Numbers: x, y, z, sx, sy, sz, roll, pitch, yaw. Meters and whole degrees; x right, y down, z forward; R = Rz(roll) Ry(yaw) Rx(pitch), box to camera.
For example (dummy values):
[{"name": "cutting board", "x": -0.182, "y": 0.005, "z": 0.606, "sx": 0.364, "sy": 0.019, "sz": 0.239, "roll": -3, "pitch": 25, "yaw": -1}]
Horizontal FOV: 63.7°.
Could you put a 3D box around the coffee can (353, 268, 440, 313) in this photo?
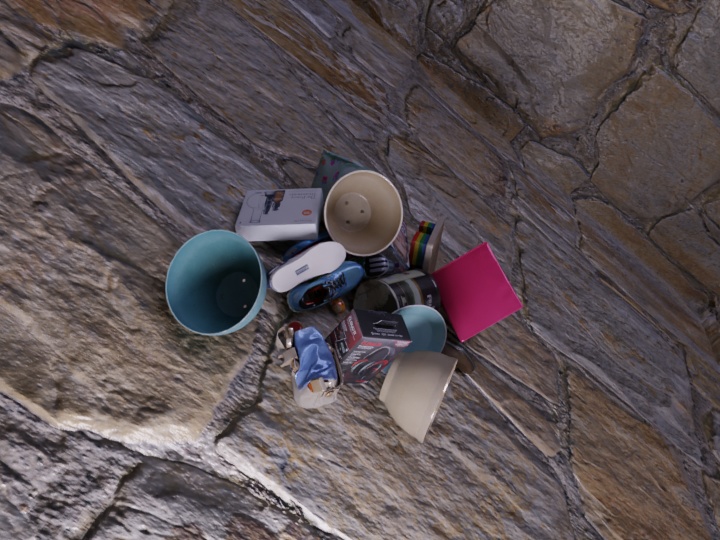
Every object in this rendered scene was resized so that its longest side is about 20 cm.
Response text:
[{"name": "coffee can", "x": 0.096, "y": 0.082, "z": 1.504, "sx": 0.198, "sy": 0.147, "sz": 0.148, "roll": -12, "pitch": 62, "yaw": -50}]

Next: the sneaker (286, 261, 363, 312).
[{"name": "sneaker", "x": -0.071, "y": 0.045, "z": 1.352, "sx": 0.197, "sy": 0.090, "sz": 0.080, "roll": -29, "pitch": 105, "yaw": -19}]

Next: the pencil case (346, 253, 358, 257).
[{"name": "pencil case", "x": -0.005, "y": -0.083, "z": 1.631, "sx": 0.084, "sy": 0.085, "sz": 0.201, "roll": 67, "pitch": 27, "yaw": -24}]

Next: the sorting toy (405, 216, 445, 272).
[{"name": "sorting toy", "x": 0.180, "y": -0.034, "z": 1.689, "sx": 0.068, "sy": 0.203, "sz": 0.201, "roll": 14, "pitch": 31, "yaw": 11}]

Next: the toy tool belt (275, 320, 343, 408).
[{"name": "toy tool belt", "x": -0.108, "y": 0.173, "z": 1.189, "sx": 0.122, "sy": 0.124, "sz": 0.203, "roll": -18, "pitch": 62, "yaw": -15}]

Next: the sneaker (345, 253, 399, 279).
[{"name": "sneaker", "x": 0.000, "y": 0.000, "z": 1.480, "sx": 0.087, "sy": 0.196, "sz": 0.076, "roll": 7, "pitch": 82, "yaw": -55}]

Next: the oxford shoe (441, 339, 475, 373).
[{"name": "oxford shoe", "x": 0.229, "y": 0.233, "z": 1.569, "sx": 0.198, "sy": 0.072, "sz": 0.086, "roll": 36, "pitch": 59, "yaw": -17}]

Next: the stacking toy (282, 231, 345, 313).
[{"name": "stacking toy", "x": -0.096, "y": 0.018, "z": 1.434, "sx": 0.109, "sy": 0.115, "sz": 0.203, "roll": -28, "pitch": 89, "yaw": -48}]

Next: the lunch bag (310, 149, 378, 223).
[{"name": "lunch bag", "x": -0.041, "y": -0.217, "z": 1.591, "sx": 0.121, "sy": 0.174, "sz": 0.199, "roll": 9, "pitch": 18, "yaw": -47}]

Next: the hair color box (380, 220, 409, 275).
[{"name": "hair color box", "x": 0.086, "y": -0.090, "z": 1.625, "sx": 0.100, "sy": 0.060, "sz": 0.202, "roll": 47, "pitch": 28, "yaw": -31}]

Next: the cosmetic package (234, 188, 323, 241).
[{"name": "cosmetic package", "x": -0.195, "y": -0.138, "z": 1.422, "sx": 0.195, "sy": 0.052, "sz": 0.153, "roll": -2, "pitch": 43, "yaw": 5}]

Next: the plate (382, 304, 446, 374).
[{"name": "plate", "x": 0.115, "y": 0.168, "z": 1.406, "sx": 0.197, "sy": 0.203, "sz": 0.026, "roll": 22, "pitch": 16, "yaw": -28}]

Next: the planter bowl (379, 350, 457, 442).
[{"name": "planter bowl", "x": 0.123, "y": 0.268, "z": 1.321, "sx": 0.132, "sy": 0.204, "sz": 0.200, "roll": 23, "pitch": 32, "yaw": 13}]

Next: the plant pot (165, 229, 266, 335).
[{"name": "plant pot", "x": -0.271, "y": 0.035, "z": 1.167, "sx": 0.202, "sy": 0.198, "sz": 0.135, "roll": 54, "pitch": 0, "yaw": 16}]

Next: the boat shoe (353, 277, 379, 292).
[{"name": "boat shoe", "x": 0.038, "y": -0.002, "z": 1.595, "sx": 0.075, "sy": 0.074, "sz": 0.201, "roll": 40, "pitch": 35, "yaw": -6}]

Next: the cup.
[{"name": "cup", "x": -0.006, "y": -0.144, "z": 1.451, "sx": 0.198, "sy": 0.203, "sz": 0.143, "roll": 33, "pitch": -2, "yaw": -14}]

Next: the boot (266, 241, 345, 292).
[{"name": "boot", "x": -0.134, "y": -0.013, "z": 1.349, "sx": 0.197, "sy": 0.090, "sz": 0.074, "roll": -24, "pitch": 103, "yaw": -25}]

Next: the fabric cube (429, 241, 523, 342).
[{"name": "fabric cube", "x": 0.319, "y": 0.066, "z": 1.633, "sx": 0.202, "sy": 0.194, "sz": 0.200, "roll": 60, "pitch": 7, "yaw": 11}]

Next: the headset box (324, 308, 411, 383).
[{"name": "headset box", "x": 0.006, "y": 0.165, "z": 1.276, "sx": 0.146, "sy": 0.200, "sz": 0.076, "roll": 10, "pitch": 44, "yaw": -39}]
